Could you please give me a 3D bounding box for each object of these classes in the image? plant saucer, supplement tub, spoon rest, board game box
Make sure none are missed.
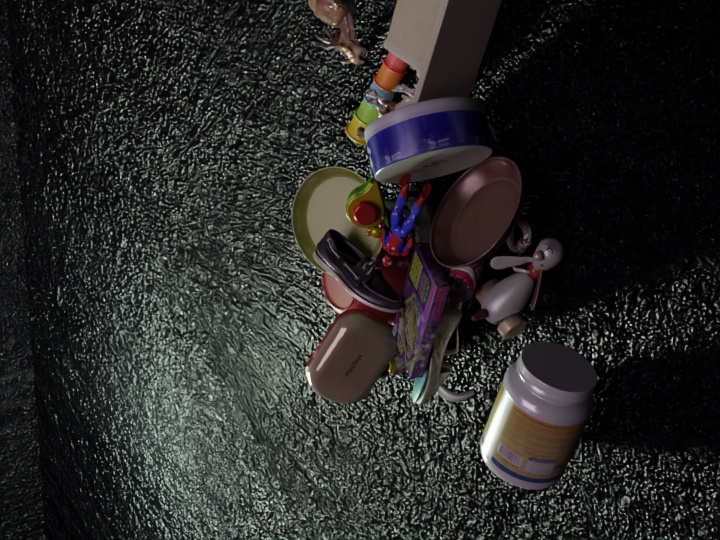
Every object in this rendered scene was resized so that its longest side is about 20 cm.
[{"bbox_3d":[0.194,-0.088,1.443,0.200,0.037,0.202,-37,36,33],"label":"plant saucer"},{"bbox_3d":[0.282,0.229,1.415,0.144,0.144,0.201,40,130,35],"label":"supplement tub"},{"bbox_3d":[0.135,0.148,1.627,0.201,0.060,0.099,64,150,12],"label":"spoon rest"},{"bbox_3d":[0.099,0.068,1.514,0.121,0.032,0.201,-106,23,-50],"label":"board game box"},{"bbox_3d":[-0.036,-0.090,1.631,0.198,0.031,0.202,7,105,29],"label":"plant saucer"}]

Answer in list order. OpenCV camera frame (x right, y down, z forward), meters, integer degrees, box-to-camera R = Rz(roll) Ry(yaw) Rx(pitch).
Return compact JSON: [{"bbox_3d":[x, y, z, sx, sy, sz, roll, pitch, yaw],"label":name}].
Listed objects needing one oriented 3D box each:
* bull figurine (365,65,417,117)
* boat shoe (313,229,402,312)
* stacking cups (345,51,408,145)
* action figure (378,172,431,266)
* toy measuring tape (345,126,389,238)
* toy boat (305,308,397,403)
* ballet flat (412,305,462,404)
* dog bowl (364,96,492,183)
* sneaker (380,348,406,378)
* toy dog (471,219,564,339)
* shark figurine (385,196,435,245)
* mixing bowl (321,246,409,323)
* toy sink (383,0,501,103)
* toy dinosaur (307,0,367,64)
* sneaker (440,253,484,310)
[{"bbox_3d":[0.076,-0.273,1.546,0.121,0.066,0.199,40,138,-25],"label":"bull figurine"},{"bbox_3d":[0.000,0.000,1.571,0.200,0.072,0.063,38,118,24],"label":"boat shoe"},{"bbox_3d":[0.037,-0.323,1.608,0.061,0.060,0.201,51,131,26],"label":"stacking cups"},{"bbox_3d":[0.066,-0.073,1.495,0.065,0.052,0.201,25,143,7],"label":"action figure"},{"bbox_3d":[-0.001,-0.142,1.520,0.073,0.073,0.202,17,132,46],"label":"toy measuring tape"},{"bbox_3d":[-0.020,0.148,1.682,0.201,0.130,0.131,-57,16,23],"label":"toy boat"},{"bbox_3d":[0.136,0.153,1.547,0.068,0.062,0.202,-96,14,-61],"label":"ballet flat"},{"bbox_3d":[0.110,-0.206,1.433,0.199,0.199,0.080,-21,78,51],"label":"dog bowl"},{"bbox_3d":[0.026,0.172,1.752,0.199,0.082,0.079,-14,91,51],"label":"sneaker"},{"bbox_3d":[0.240,0.027,1.439,0.132,0.096,0.202,37,128,37],"label":"toy dog"},{"bbox_3d":[0.088,-0.096,1.581,0.129,0.089,0.215,-56,41,22],"label":"shark figurine"},{"bbox_3d":[-0.004,0.017,1.720,0.199,0.108,0.202,18,115,45],"label":"mixing bowl"},{"bbox_3d":[0.124,-0.380,1.424,0.112,0.130,0.201,42,131,34],"label":"toy sink"},{"bbox_3d":[-0.057,-0.483,1.648,0.201,0.085,0.136,62,146,24],"label":"toy dinosaur"},{"bbox_3d":[0.163,0.025,1.543,0.080,0.075,0.200,35,158,-4],"label":"sneaker"}]
